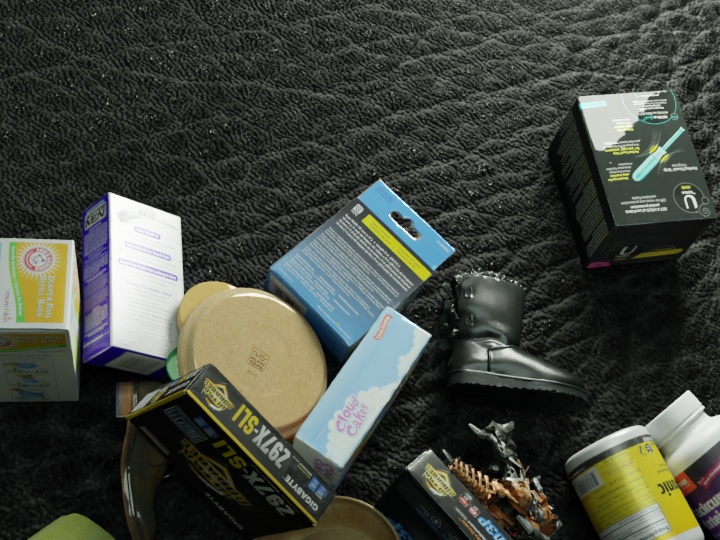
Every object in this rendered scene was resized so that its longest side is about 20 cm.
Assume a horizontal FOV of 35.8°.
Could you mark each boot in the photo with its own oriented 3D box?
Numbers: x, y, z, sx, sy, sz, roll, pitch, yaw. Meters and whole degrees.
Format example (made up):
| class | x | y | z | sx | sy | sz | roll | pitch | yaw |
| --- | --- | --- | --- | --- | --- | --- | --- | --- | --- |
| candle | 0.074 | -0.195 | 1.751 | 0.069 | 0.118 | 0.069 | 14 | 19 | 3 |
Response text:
| class | x | y | z | sx | sy | sz | roll | pitch | yaw |
| --- | --- | --- | --- | --- | --- | --- | --- | --- | --- |
| boot | 0.192 | 0.089 | 1.409 | 0.197 | 0.074 | 0.163 | 9 | 59 | -6 |
| boot | -0.223 | 0.214 | 1.259 | 0.096 | 0.075 | 0.201 | -5 | 62 | -10 |

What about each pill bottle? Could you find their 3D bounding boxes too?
| class | x | y | z | sx | sy | sz | roll | pitch | yaw |
| --- | --- | --- | --- | --- | --- | --- | --- | --- | --- |
| pill bottle | 0.331 | 0.294 | 1.305 | 0.111 | 0.111 | 0.201 | -18 | 68 | -19 |
| pill bottle | 0.435 | 0.247 | 1.348 | 0.111 | 0.112 | 0.200 | -33 | 73 | -24 |

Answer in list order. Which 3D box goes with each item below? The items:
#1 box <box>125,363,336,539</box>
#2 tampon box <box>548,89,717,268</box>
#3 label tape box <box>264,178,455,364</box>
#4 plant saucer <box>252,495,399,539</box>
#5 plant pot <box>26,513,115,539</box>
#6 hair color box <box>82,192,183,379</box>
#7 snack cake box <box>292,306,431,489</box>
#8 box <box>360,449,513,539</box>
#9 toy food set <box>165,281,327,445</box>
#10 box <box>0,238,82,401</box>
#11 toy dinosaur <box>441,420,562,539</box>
| class | x | y | z | sx | sy | sz | roll | pitch | yaw |
| --- | --- | --- | --- | --- | --- | --- | --- | --- | --- |
| box | -0.141 | 0.199 | 1.196 | 0.200 | 0.159 | 0.049 | 48 | 52 | -12 |
| tampon box | 0.365 | -0.123 | 1.516 | 0.149 | 0.126 | 0.201 | -5 | 65 | -13 |
| label tape box | 0.000 | 0.000 | 1.418 | 0.144 | 0.063 | 0.200 | 44 | 64 | 13 |
| plant saucer | -0.041 | 0.343 | 1.212 | 0.199 | 0.036 | 0.201 | -12 | 47 | 14 |
| plant pot | -0.319 | 0.352 | 1.118 | 0.200 | 0.201 | 0.184 | 40 | 52 | 11 |
| hair color box | -0.271 | 0.019 | 1.330 | 0.109 | 0.065 | 0.201 | 20 | 55 | -43 |
| snack cake box | -0.003 | 0.154 | 1.309 | 0.067 | 0.115 | 0.200 | 33 | 62 | 7 |
| box | 0.098 | 0.315 | 1.219 | 0.200 | 0.159 | 0.046 | 47 | 48 | 13 |
| toy food set | -0.131 | 0.114 | 1.317 | 0.199 | 0.049 | 0.199 | 19 | 57 | -23 |
| box | -0.366 | 0.059 | 1.239 | 0.101 | 0.200 | 0.113 | 1 | 63 | -11 |
| toy dinosaur | 0.164 | 0.246 | 1.271 | 0.102 | 0.200 | 0.136 | -30 | 47 | -3 |
